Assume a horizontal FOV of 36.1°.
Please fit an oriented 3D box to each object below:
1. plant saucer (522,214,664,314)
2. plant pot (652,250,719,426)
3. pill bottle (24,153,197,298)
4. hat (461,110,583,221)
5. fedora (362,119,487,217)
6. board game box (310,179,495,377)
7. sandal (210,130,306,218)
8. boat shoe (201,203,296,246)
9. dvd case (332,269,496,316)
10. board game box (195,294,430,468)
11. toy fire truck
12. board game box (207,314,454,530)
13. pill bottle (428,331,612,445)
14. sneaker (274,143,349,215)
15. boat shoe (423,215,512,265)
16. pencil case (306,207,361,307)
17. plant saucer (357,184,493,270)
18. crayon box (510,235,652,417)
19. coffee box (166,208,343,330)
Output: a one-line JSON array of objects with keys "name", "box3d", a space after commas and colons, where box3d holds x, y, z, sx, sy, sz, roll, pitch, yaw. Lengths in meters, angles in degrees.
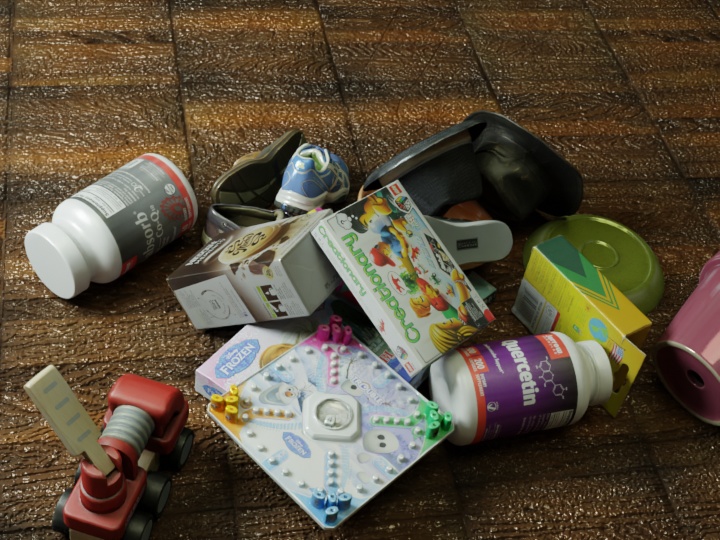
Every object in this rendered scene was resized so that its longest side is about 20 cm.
[{"name": "plant saucer", "box3d": [0.324, -0.013, 1.521, 0.200, 0.031, 0.200, 5, 45, -6]}, {"name": "plant pot", "box3d": [0.465, 0.086, 1.353, 0.179, 0.200, 0.200, -36, 60, -17]}, {"name": "pill bottle", "box3d": [-0.311, -0.055, 1.388, 0.116, 0.116, 0.200, 34, 51, 22]}, {"name": "hat", "box3d": [0.202, -0.121, 1.514, 0.200, 0.201, 0.081, 30, 67, 18]}, {"name": "fedora", "box3d": [0.100, -0.116, 1.425, 0.200, 0.201, 0.092, -27, 87, -31]}, {"name": "board game box", "box3d": [0.049, 0.006, 1.255, 0.126, 0.035, 0.200, -31, 82, -35]}, {"name": "sandal", "box3d": [-0.145, -0.137, 1.527, 0.054, 0.082, 0.200, 13, 42, 29]}, {"name": "boat shoe", "box3d": [-0.108, -0.047, 1.452, 0.200, 0.065, 0.072, 9, 44, -2]}, {"name": "dvd case", "box3d": [0.061, 0.034, 1.434, 0.200, 0.022, 0.146, -32, 59, -33]}, {"name": "board game box", "box3d": [-0.052, 0.120, 1.287, 0.199, 0.041, 0.200, 31, 49, 19]}, {"name": "toy fire truck", "box3d": [-0.256, 0.164, 1.127, 0.128, 0.200, 0.176, 17, 46, 6]}, {"name": "board game box", "box3d": [-0.030, 0.156, 1.210, 0.200, 0.026, 0.200, -33, 60, -33]}, {"name": "pill bottle", "box3d": [0.188, 0.134, 1.294, 0.200, 0.113, 0.113, -9, 48, -16]}, {"name": "sneaker", "box3d": [-0.054, -0.133, 1.508, 0.076, 0.077, 0.200, 17, 21, 7]}, {"name": "boat shoe", "box3d": [0.097, -0.038, 1.378, 0.200, 0.070, 0.066, -7, 7, -34]}, {"name": "pencil case", "box3d": [0.000, 0.000, 1.375, 0.200, 0.088, 0.088, 32, 49, 12]}, {"name": "plant saucer", "box3d": [0.088, -0.060, 1.489, 0.200, 0.038, 0.200, 14, 36, -10]}, {"name": "crayon box", "box3d": [0.280, 0.069, 1.368, 0.051, 0.127, 0.200, -22, 55, -28]}, {"name": "coffee box", "box3d": [-0.118, 0.001, 1.317, 0.200, 0.080, 0.113, -10, 27, 41]}]
